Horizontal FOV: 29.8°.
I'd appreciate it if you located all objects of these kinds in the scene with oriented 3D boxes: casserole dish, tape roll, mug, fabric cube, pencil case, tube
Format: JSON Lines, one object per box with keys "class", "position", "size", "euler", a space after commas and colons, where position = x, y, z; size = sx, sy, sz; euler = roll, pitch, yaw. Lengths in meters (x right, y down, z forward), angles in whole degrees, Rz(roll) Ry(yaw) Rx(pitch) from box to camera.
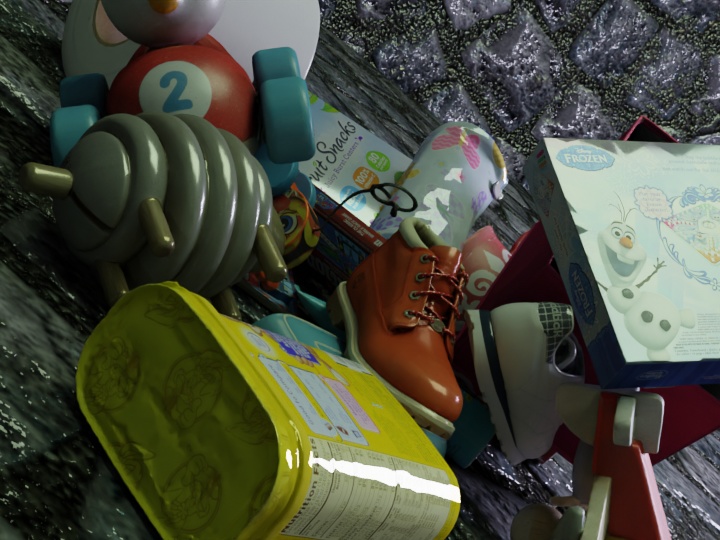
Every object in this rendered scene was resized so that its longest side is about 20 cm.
{"class": "casserole dish", "position": [-0.007, 0.090, 0.981], "size": [0.199, 0.039, 0.121], "euler": [29, 17, -42]}
{"class": "tape roll", "position": [-0.154, -0.218, 1.221], "size": [0.139, 0.203, 0.203], "euler": [28, 18, -43]}
{"class": "mug", "position": [0.159, 0.060, 1.290], "size": [0.200, 0.177, 0.133], "euler": [47, 7, 10]}
{"class": "fabric cube", "position": [0.228, 0.034, 1.159], "size": [0.199, 0.199, 0.197], "euler": [38, 55, -1]}
{"class": "pencil case", "position": [0.068, -0.051, 1.229], "size": [0.091, 0.083, 0.200], "euler": [42, 43, -9]}
{"class": "tube", "position": [0.023, 0.078, 1.097], "size": [0.200, 0.051, 0.077], "euler": [39, -8, 2]}

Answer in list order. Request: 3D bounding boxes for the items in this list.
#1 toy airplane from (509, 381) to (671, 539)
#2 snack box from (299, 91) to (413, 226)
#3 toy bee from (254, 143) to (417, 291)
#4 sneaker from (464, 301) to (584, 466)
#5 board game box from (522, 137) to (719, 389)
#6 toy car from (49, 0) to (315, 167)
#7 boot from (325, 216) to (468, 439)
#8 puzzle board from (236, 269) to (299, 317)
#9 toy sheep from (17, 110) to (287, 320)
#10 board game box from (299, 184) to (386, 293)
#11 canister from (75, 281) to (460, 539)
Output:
{"class": "toy airplane", "position": [0.173, 0.175, 0.994], "size": [0.200, 0.140, 0.201], "euler": [47, 35, -52]}
{"class": "snack box", "position": [-0.016, -0.075, 1.296], "size": [0.199, 0.053, 0.143], "euler": [33, 43, -1]}
{"class": "toy bee", "position": [-0.075, -0.047, 1.059], "size": [0.199, 0.109, 0.131], "euler": [10, -25, 44]}
{"class": "sneaker", "position": [0.136, 0.090, 1.039], "size": [0.200, 0.080, 0.077], "euler": [64, 13, -58]}
{"class": "board game box", "position": [0.243, -0.009, 1.027], "size": [0.198, 0.043, 0.200], "euler": [0, 57, -23]}
{"class": "toy car", "position": [-0.138, -0.178, 0.975], "size": [0.177, 0.183, 0.202], "euler": [-108, -170, -67]}
{"class": "boot", "position": [0.041, 0.036, 0.981], "size": [0.075, 0.107, 0.200], "euler": [32, 16, -31]}
{"class": "puzzle board", "position": [-0.115, -0.038, 1.148], "size": [0.150, 0.017, 0.200], "euler": [38, 12, -18]}
{"class": "toy sheep", "position": [-0.126, -0.037, 0.860], "size": [0.199, 0.138, 0.138], "euler": [19, 24, -46]}
{"class": "board game box", "position": [0.000, 0.000, 1.153], "size": [0.200, 0.019, 0.103], "euler": [39, -30, 39]}
{"class": "canister", "position": [-0.042, 0.095, 0.745], "size": [0.149, 0.087, 0.200], "euler": [49, 13, 32]}
